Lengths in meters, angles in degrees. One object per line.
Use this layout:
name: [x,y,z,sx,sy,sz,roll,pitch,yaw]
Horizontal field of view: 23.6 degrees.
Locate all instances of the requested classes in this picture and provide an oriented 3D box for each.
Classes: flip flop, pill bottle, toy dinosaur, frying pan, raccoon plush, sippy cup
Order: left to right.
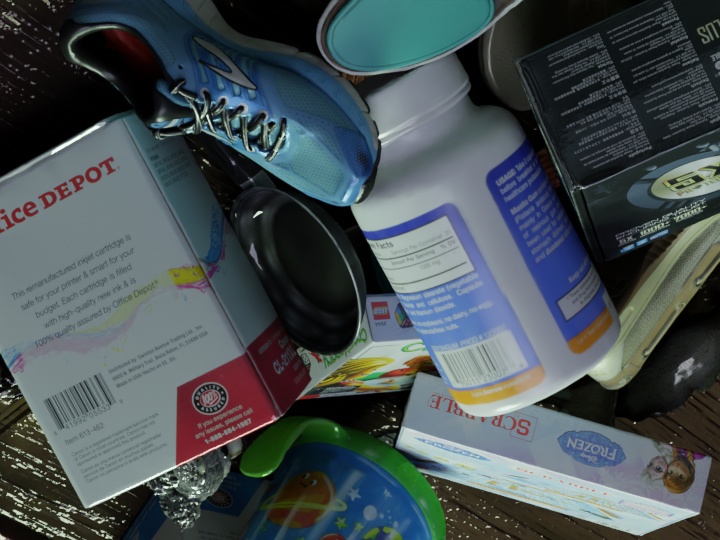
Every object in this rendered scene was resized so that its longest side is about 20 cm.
raccoon plush: [-0.178,0.113,1.168,0.199,0.135,0.097,-12,137,4]
frying pan: [-0.061,-0.029,1.058,0.031,0.190,0.115,-32,162,-33]
sippy cup: [-0.028,0.199,1.197,0.178,0.130,0.140,41,139,-1]
pill bottle: [0.062,-0.026,1.008,0.112,0.112,0.201,-25,102,17]
flip flop: [0.147,-0.164,0.970,0.200,0.058,0.081,-38,126,18]
toy dinosaur: [0.219,0.066,1.198,0.199,0.102,0.077,-30,91,22]

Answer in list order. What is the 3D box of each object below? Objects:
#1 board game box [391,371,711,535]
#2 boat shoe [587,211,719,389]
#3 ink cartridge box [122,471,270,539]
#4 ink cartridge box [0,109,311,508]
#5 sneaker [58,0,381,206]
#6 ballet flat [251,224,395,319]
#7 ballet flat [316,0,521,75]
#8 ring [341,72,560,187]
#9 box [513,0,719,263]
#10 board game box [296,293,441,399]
board game box: [0.122,0.130,1.188,0.199,0.041,0.200,16,167,1]
boat shoe: [0.202,-0.016,1.093,0.063,0.073,0.201,40,84,-37]
ink cartridge box: [-0.098,0.277,1.301,0.146,0.201,0.145,17,131,-23]
ink cartridge box: [-0.142,0.018,1.045,0.145,0.083,0.201,-25,96,18]
sneaker: [-0.082,-0.090,0.949,0.199,0.090,0.079,32,132,7]
ballet flat: [0.000,0.000,1.137,0.199,0.068,0.062,-8,176,-9]
ballet flat: [0.064,-0.173,0.946,0.199,0.070,0.070,-30,133,7]
ring: [0.078,-0.108,1.062,0.199,0.019,0.201,-4,135,-4]
box: [0.202,-0.098,0.980,0.199,0.087,0.164,-24,162,6]
board game box: [0.067,0.046,1.142,0.199,0.035,0.126,-3,161,-26]
